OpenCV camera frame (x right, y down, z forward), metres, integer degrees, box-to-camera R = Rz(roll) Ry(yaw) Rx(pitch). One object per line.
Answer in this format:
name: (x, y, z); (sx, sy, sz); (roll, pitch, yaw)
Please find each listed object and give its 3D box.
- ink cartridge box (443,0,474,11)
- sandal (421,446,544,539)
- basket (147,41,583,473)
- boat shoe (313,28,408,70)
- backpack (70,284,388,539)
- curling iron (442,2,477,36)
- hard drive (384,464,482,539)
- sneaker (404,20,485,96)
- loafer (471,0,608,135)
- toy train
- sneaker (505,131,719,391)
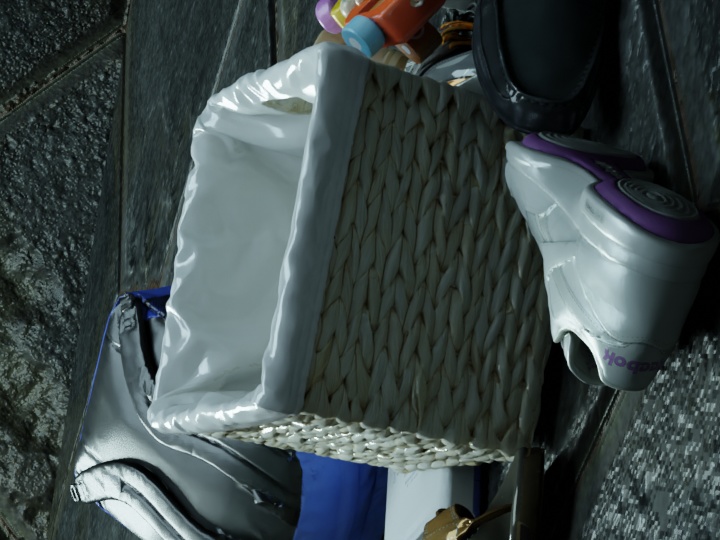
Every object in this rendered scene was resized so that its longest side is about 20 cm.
ink cartridge box: (0.020, -0.276, 1.736); (0.084, 0.146, 0.200); (-101, 23, -60)
sandal: (0.053, 0.151, 1.478); (0.200, 0.055, 0.082); (125, 152, -64)
basket: (0.000, 0.000, 1.520); (0.198, 0.161, 0.200); (164, 116, -67)
boat shoe: (-0.026, -0.097, 1.762); (0.074, 0.069, 0.200); (-58, 3, -29)
backpack: (-0.060, 0.107, 1.794); (0.200, 0.168, 0.163); (36, 126, 40)
curling iron: (0.046, -0.068, 1.747); (0.050, 0.026, 0.200); (-114, 35, -74)
hard drive: (0.045, 0.067, 1.651); (0.132, 0.025, 0.200); (123, 153, -62)
sneaker: (0.058, -0.107, 1.611); (0.200, 0.078, 0.077); (159, 125, -77)
loafer: (0.096, -0.153, 1.478); (0.070, 0.068, 0.201); (103, 173, -47)
toy train: (0.053, -0.176, 1.615); (0.200, 0.056, 0.150); (-48, 16, -23)
sneaker: (0.103, -0.006, 1.316); (0.200, 0.075, 0.100); (-120, 42, -71)
